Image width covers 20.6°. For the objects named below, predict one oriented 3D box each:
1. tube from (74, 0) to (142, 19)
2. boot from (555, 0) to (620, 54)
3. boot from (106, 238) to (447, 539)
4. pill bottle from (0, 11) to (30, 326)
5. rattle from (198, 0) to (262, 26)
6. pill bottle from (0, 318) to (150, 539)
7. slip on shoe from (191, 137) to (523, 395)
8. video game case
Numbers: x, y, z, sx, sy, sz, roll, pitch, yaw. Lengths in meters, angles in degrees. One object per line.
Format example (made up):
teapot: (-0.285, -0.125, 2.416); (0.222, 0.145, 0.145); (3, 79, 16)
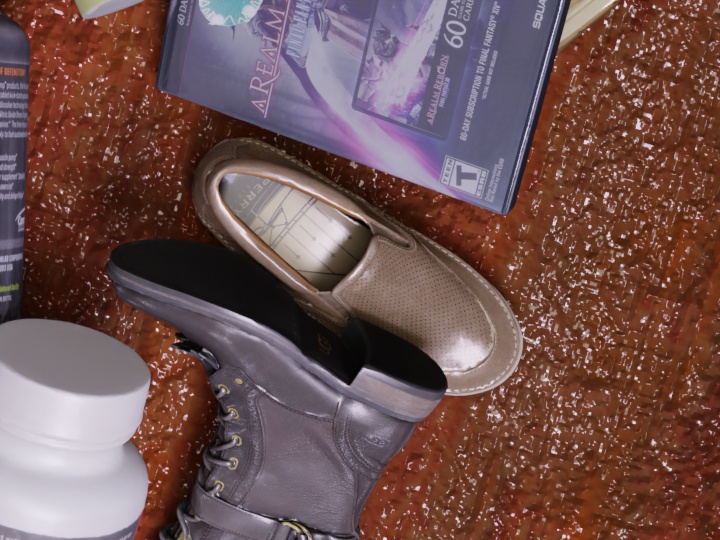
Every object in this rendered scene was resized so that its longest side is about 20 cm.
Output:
tube: (-0.156, -0.229, 1.002); (0.058, 0.052, 0.201); (-23, 93, -43)
boot: (0.057, -0.177, 0.987); (0.200, 0.073, 0.156); (-37, 95, 34)
boot: (-0.067, 0.092, 1.012); (0.199, 0.069, 0.174); (26, 112, -9)
pill bottle: (-0.217, -0.066, 0.978); (0.106, 0.106, 0.201); (3, 94, -6)
rattle: (-0.006, -0.192, 0.880); (0.199, 0.143, 0.131); (-12, 91, 2)
pill bottle: (-0.168, 0.130, 0.973); (0.110, 0.111, 0.201); (15, 110, -7)
slip on shoe: (0.000, 0.000, 1.029); (0.200, 0.061, 0.076); (38, 90, -8)
video game case: (0.000, -0.126, 0.980); (0.199, 0.019, 0.143); (20, 116, 14)
